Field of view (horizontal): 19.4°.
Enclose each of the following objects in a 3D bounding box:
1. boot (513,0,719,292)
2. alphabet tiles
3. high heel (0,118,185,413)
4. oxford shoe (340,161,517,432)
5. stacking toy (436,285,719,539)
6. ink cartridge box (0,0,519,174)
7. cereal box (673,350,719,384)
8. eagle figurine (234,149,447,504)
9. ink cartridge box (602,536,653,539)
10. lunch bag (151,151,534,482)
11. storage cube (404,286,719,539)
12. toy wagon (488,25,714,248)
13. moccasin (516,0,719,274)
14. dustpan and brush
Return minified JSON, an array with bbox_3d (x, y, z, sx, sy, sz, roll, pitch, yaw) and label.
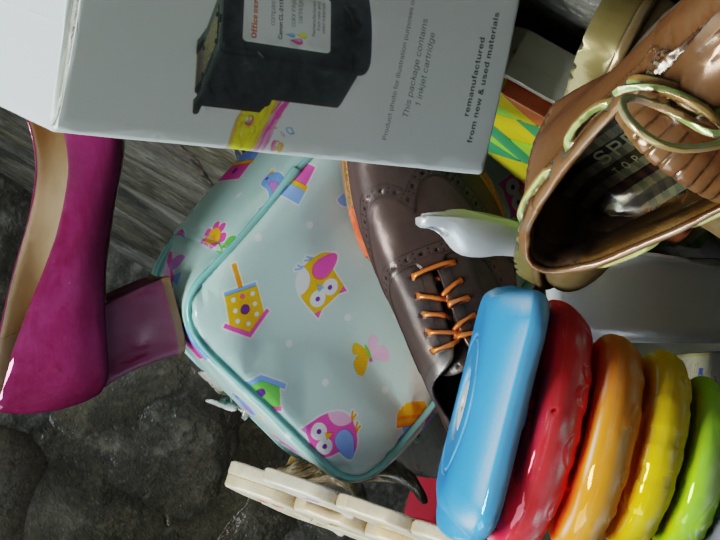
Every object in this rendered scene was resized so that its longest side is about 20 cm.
[{"bbox_3d":[0.162,-0.007,0.795,0.199,0.066,0.176,29,151,12],"label":"boot"},{"bbox_3d":[0.033,0.139,1.053,0.199,0.015,0.196,16,171,22],"label":"alphabet tiles"},{"bbox_3d":[-0.154,-0.037,0.981,0.067,0.095,0.202,-20,90,69],"label":"high heel"},{"bbox_3d":[0.046,0.010,0.990,0.073,0.071,0.201,-99,-15,-70],"label":"oxford shoe"},{"bbox_3d":[0.137,0.081,0.897,0.198,0.111,0.116,14,180,-3],"label":"stacking toy"},{"bbox_3d":[-0.061,-0.100,0.840,0.199,0.084,0.145,3,-167,-35],"label":"ink cartridge box"},{"bbox_3d":[0.240,0.062,0.998,0.143,0.040,0.200,7,176,-10],"label":"cereal box"},{"bbox_3d":[-0.005,0.024,1.177,0.149,0.202,0.152,6,-174,3],"label":"eagle figurine"},{"bbox_3d":[0.181,0.134,0.945,0.174,0.045,0.200,6,-158,7],"label":"ink cartridge box"},{"bbox_3d":[0.000,0.000,1.061,0.160,0.200,0.077,46,167,-25],"label":"lunch bag"},{"bbox_3d":[0.144,0.103,1.240,0.170,0.201,0.180,23,172,-4],"label":"storage cube"},{"bbox_3d":[0.108,-0.054,0.956,0.155,0.040,0.200,23,169,49],"label":"toy wagon"},{"bbox_3d":[0.112,-0.050,0.671,0.073,0.078,0.201,37,147,-19],"label":"moccasin"},{"bbox_3d":[0.112,0.004,0.971,0.198,0.058,0.139,2,177,-29],"label":"dustpan and brush"}]
